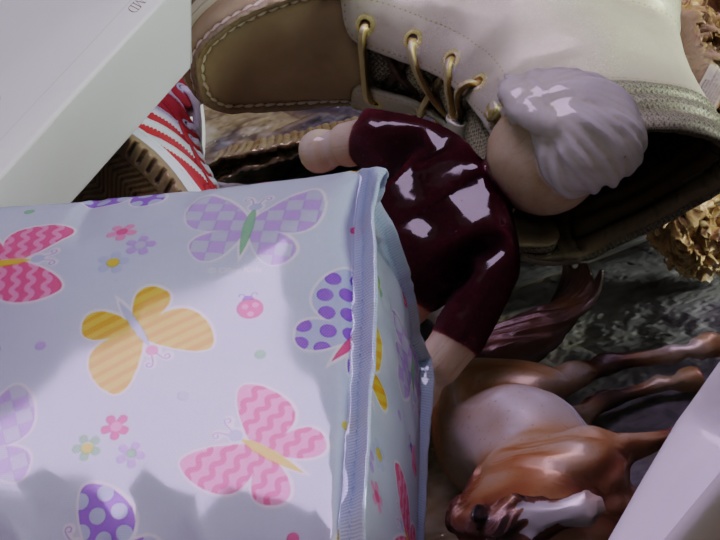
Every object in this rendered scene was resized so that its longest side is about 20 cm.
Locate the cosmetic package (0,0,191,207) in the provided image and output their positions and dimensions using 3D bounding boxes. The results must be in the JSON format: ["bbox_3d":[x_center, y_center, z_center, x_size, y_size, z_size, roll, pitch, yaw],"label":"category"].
[{"bbox_3d":[-0.141,-0.051,1.085,0.082,0.051,0.200,20,43,15],"label":"cosmetic package"}]

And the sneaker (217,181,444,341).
[{"bbox_3d":[0.000,0.000,1.175,0.081,0.075,0.200,-6,15,-22],"label":"sneaker"}]

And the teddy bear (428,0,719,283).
[{"bbox_3d":[0.128,-0.065,1.219,0.200,0.067,0.145,-37,67,-7],"label":"teddy bear"}]

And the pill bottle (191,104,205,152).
[{"bbox_3d":[-0.178,-0.061,1.362,0.199,0.110,0.110,-1,23,25],"label":"pill bottle"}]

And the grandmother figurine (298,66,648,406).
[{"bbox_3d":[0.013,-0.006,1.054,0.200,0.121,0.061,-35,-23,16],"label":"grandmother figurine"}]

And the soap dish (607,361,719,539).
[{"bbox_3d":[0.129,0.064,0.834,0.081,0.158,0.200,34,34,2],"label":"soap dish"}]

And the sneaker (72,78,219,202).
[{"bbox_3d":[-0.079,-0.033,1.190,0.112,0.071,0.200,1,38,-51],"label":"sneaker"}]

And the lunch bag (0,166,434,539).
[{"bbox_3d":[-0.067,0.078,0.929,0.169,0.127,0.200,-7,42,8],"label":"lunch bag"}]

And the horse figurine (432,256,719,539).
[{"bbox_3d":[0.074,0.055,1.028,0.132,0.050,0.200,-10,22,-11],"label":"horse figurine"}]

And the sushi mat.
[{"bbox_3d":[-0.021,-0.057,1.331,0.095,0.012,0.200,-12,4,0],"label":"sushi mat"}]

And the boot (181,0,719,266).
[{"bbox_3d":[0.033,-0.065,1.138,0.199,0.072,0.155,-11,44,-1],"label":"boot"}]
